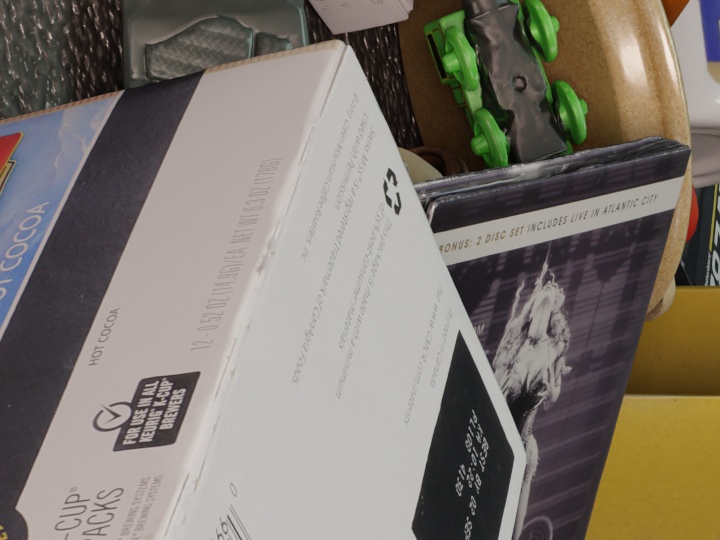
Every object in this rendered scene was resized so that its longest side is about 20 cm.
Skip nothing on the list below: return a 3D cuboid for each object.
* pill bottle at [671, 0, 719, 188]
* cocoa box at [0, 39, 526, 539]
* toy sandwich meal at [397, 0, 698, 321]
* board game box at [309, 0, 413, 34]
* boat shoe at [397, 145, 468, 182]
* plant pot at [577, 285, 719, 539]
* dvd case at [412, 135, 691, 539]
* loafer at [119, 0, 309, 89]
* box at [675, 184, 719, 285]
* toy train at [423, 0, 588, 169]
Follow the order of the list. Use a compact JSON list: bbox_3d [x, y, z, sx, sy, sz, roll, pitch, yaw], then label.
[{"bbox_3d":[0.114,-0.141,1.134,0.120,0.119,0.201,26,56,-65],"label":"pill bottle"},{"bbox_3d":[-0.057,0.068,0.568,0.200,0.131,0.134,-73,146,-51],"label":"cocoa box"},{"bbox_3d":[0.078,-0.079,0.959,0.205,0.070,0.206,47,-34,46],"label":"toy sandwich meal"},{"bbox_3d":[-0.016,-0.200,0.941,0.126,0.034,0.201,52,34,-50],"label":"board game box"},{"bbox_3d":[0.000,0.000,0.847,0.200,0.075,0.072,-41,115,-77],"label":"boat shoe"},{"bbox_3d":[0.124,0.109,0.960,0.200,0.199,0.177,-26,114,-69],"label":"plant pot"},{"bbox_3d":[0.034,0.062,0.799,0.148,0.016,0.201,-14,122,-54],"label":"dvd case"},{"bbox_3d":[-0.044,-0.106,0.783,0.063,0.072,0.201,137,-44,-78],"label":"loafer"},{"bbox_3d":[0.157,-0.033,1.297,0.161,0.049,0.200,59,29,-37],"label":"box"},{"bbox_3d":[0.046,-0.065,0.893,0.056,0.042,0.201,-179,-111,-78],"label":"toy train"}]
